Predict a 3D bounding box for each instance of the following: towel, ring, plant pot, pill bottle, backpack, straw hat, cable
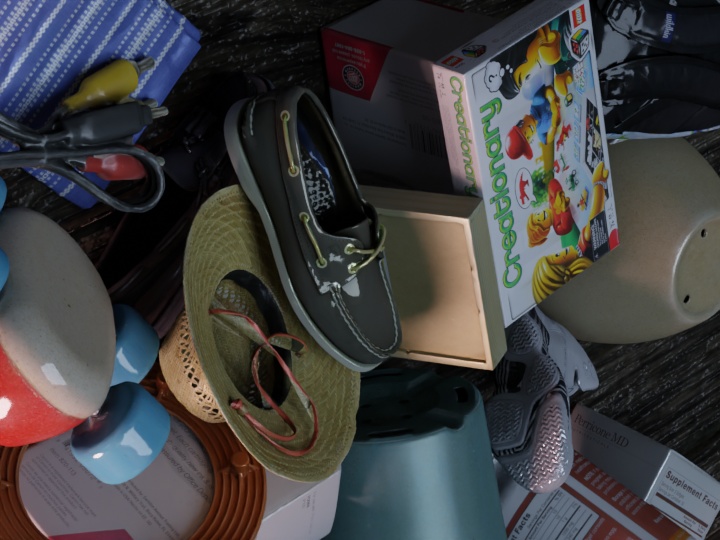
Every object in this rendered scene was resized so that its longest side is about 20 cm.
[{"bbox_3d":[-0.201,-0.143,1.261,0.200,0.024,0.145,39,82,-43],"label":"towel"},{"bbox_3d":[-0.159,0.133,1.295,0.200,0.200,0.019,-29,151,-31],"label":"ring"},{"bbox_3d":[0.027,0.191,1.504,0.199,0.199,0.198,-19,111,-36],"label":"plant pot"},{"bbox_3d":[0.169,0.210,1.613,0.112,0.199,0.112,-48,163,-20],"label":"pill bottle"},{"bbox_3d":[0.239,-0.023,1.637,0.199,0.134,0.202,-18,119,-37],"label":"plant pot"},{"bbox_3d":[0.240,-0.183,1.579,0.198,0.154,0.165,0,104,-20],"label":"backpack"},{"bbox_3d":[-0.087,0.052,1.309,0.201,0.085,0.203,34,46,-43],"label":"straw hat"},{"bbox_3d":[-0.195,-0.075,1.232,0.199,0.050,0.098,-14,101,-41],"label":"cable"}]

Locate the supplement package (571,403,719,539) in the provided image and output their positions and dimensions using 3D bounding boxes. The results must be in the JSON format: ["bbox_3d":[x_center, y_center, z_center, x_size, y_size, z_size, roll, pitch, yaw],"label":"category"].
[{"bbox_3d":[0.212,0.241,1.735,0.117,0.116,0.201,33,84,-45],"label":"supplement package"}]

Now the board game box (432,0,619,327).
[{"bbox_3d":[0.117,-0.077,1.363,0.126,0.034,0.202,-34,127,-31],"label":"board game box"}]

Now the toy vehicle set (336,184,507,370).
[{"bbox_3d":[0.000,0.000,1.382,0.027,0.198,0.125,-51,140,-47],"label":"toy vehicle set"}]

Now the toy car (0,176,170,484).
[{"bbox_3d":[-0.254,0.069,1.235,0.199,0.177,0.184,-36,121,11],"label":"toy car"}]

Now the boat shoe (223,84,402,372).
[{"bbox_3d":[-0.021,-0.027,1.307,0.072,0.060,0.203,-38,107,-47],"label":"boat shoe"}]

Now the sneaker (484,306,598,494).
[{"bbox_3d":[0.147,0.101,1.574,0.075,0.201,0.115,-32,138,21],"label":"sneaker"}]

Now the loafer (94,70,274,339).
[{"bbox_3d":[-0.123,-0.048,1.338,0.063,0.072,0.201,25,93,-41],"label":"loafer"}]

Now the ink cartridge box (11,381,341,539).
[{"bbox_3d":[-0.132,0.159,1.350,0.199,0.146,0.083,-29,147,-31],"label":"ink cartridge box"}]

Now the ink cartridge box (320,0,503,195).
[{"bbox_3d":[0.058,-0.083,1.434,0.083,0.145,0.202,-30,126,-34],"label":"ink cartridge box"}]
